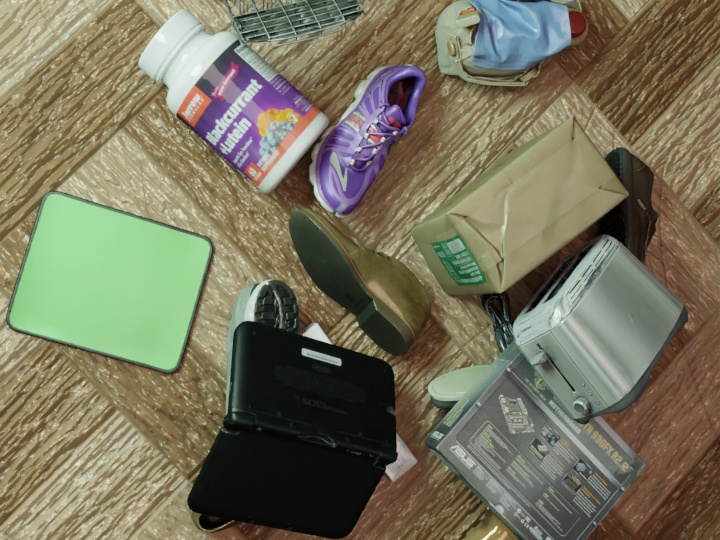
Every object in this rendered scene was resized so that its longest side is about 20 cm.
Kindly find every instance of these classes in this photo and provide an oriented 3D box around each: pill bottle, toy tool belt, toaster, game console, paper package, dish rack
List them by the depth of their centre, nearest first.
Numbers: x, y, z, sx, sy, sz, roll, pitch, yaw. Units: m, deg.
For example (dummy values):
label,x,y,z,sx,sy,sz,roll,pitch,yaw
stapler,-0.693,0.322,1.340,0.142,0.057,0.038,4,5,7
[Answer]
label,x,y,z,sx,sy,sz,roll,pitch,yaw
toaster,0.255,0.054,1.030,0.129,0.114,0.200,46,59,-3
game console,-0.071,0.174,1.043,0.198,0.116,0.177,19,53,-27
dish rack,-0.084,-0.299,1.053,0.152,0.055,0.201,-17,50,-10
pill bottle,-0.141,-0.189,1.065,0.200,0.111,0.112,41,81,-6
paper package,0.167,-0.062,1.074,0.190,0.200,0.104,-37,94,-9
toy tool belt,0.190,-0.283,1.127,0.198,0.123,0.126,-10,89,-11

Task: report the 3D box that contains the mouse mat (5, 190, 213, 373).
label,x,y,z,sx,sy,sz,roll,pitch,yaw
mouse mat,-0.278,0.013,1.083,0.198,0.008,0.163,17,84,-11

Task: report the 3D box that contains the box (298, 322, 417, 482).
label,x,y,z,sx,sy,sz,roll,pitch,yaw
box,-0.009,0.151,1.111,0.041,0.039,0.201,-38,94,-12

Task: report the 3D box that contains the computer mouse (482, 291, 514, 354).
label,x,y,z,sx,sy,sz,roll,pitch,yaw
computer mouse,0.251,0.057,1.149,0.198,0.044,0.111,-9,60,-14

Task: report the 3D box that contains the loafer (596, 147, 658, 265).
label,x,y,z,sx,sy,sz,roll,pitch,yaw
loafer,0.326,-0.050,1.152,0.070,0.073,0.202,14,70,-16

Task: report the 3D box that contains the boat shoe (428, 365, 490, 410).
label,x,y,z,sx,sy,sz,roll,pitch,yaw
boat shoe,0.178,0.149,1.134,0.198,0.072,0.068,-3,113,-6

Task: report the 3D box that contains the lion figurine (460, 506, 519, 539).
label,x,y,z,sx,sy,sz,roll,pitch,yaw
lion figurine,0.147,0.320,1.117,0.200,0.072,0.123,-39,91,-8

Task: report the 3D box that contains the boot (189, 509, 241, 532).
label,x,y,z,sx,sy,sz,roll,pitch,yaw
boot,-0.095,0.233,1.073,0.199,0.075,0.074,-30,91,-12

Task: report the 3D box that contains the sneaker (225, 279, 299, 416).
label,x,y,z,sx,sy,sz,roll,pitch,yaw
sneaker,-0.116,0.112,1.075,0.073,0.079,0.203,12,81,-37

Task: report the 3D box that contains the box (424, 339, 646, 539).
label,x,y,z,sx,sy,sz,roll,pitch,yaw
box,0.193,0.202,1.067,0.200,0.048,0.159,45,79,-8

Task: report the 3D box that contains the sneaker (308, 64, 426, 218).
label,x,y,z,sx,sy,sz,roll,pitch,yaw
sneaker,0.011,-0.154,1.089,0.080,0.083,0.201,33,73,-25

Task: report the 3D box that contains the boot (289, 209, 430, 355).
label,x,y,z,sx,sy,sz,roll,pitch,yaw
boot,0.000,0.000,1.109,0.200,0.074,0.075,48,56,-5
